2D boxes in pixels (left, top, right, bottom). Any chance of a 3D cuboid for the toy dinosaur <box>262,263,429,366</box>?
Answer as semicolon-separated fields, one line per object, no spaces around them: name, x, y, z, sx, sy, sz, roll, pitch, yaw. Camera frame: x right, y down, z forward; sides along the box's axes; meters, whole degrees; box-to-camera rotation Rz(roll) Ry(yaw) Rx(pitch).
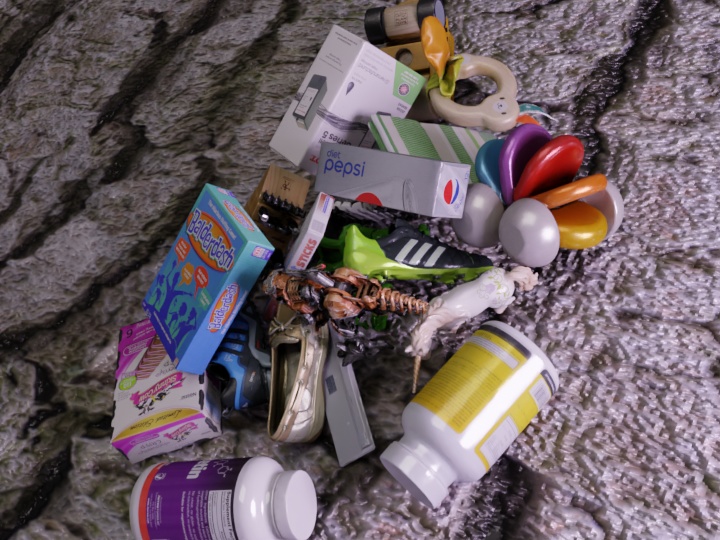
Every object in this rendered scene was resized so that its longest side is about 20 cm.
toy dinosaur;-0.018;0.041;1.138;0.200;0.136;0.102;27;74;40

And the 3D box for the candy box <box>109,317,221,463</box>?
candy box;-0.261;0.147;1.326;0.136;0.061;0.200;-20;45;10

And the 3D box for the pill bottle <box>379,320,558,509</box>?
pill bottle;0.117;0.160;1.077;0.200;0.112;0.112;-45;46;-15

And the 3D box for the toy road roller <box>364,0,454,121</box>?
toy road roller;0.092;-0.328;1.545;0.122;0.146;0.201;-4;87;24

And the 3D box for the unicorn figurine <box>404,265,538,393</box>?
unicorn figurine;0.119;0.048;1.164;0.200;0.137;0.074;-43;81;4

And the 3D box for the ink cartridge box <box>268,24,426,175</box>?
ink cartridge box;-0.019;-0.229;1.422;0.084;0.145;0.200;39;104;41

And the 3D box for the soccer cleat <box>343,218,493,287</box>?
soccer cleat;0.075;-0.023;1.235;0.199;0.068;0.081;2;74;-17

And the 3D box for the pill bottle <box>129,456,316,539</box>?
pill bottle;-0.156;0.272;1.121;0.199;0.113;0.113;-8;48;21

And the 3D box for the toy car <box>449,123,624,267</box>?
toy car;0.214;-0.103;1.199;0.175;0.150;0.200;-21;30;-34

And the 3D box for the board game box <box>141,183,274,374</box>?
board game box;-0.204;0.010;1.276;0.200;0.045;0.152;-59;42;16

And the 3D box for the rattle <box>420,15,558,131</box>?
rattle;0.185;-0.267;1.370;0.130;0.143;0.200;-30;52;-30

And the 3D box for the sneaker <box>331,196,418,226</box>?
sneaker;0.017;-0.114;1.377;0.200;0.066;0.091;2;72;51

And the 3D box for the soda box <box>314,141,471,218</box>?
soda box;0.036;-0.114;1.218;0.200;0.063;0.069;16;101;40

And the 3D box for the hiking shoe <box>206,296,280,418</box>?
hiking shoe;-0.166;0.101;1.294;0.086;0.075;0.200;-15;42;-12

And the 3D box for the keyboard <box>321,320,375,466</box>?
keyboard;-0.030;0.136;1.198;0.056;0.011;0.201;-38;55;33

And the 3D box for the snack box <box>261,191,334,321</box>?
snack box;-0.085;-0.014;1.294;0.024;0.200;0.072;22;48;-9

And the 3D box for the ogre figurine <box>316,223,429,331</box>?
ogre figurine;0.000;0.000;1.296;0.120;0.098;0.200;20;73;26

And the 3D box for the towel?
towel;0.119;-0.154;1.337;0.199;0.023;0.153;5;39;-24

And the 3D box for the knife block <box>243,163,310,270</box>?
knife block;-0.133;-0.048;1.351;0.200;0.064;0.176;-47;23;55

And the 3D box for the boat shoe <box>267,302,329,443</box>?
boat shoe;-0.086;0.111;1.207;0.073;0.063;0.201;-12;73;45
